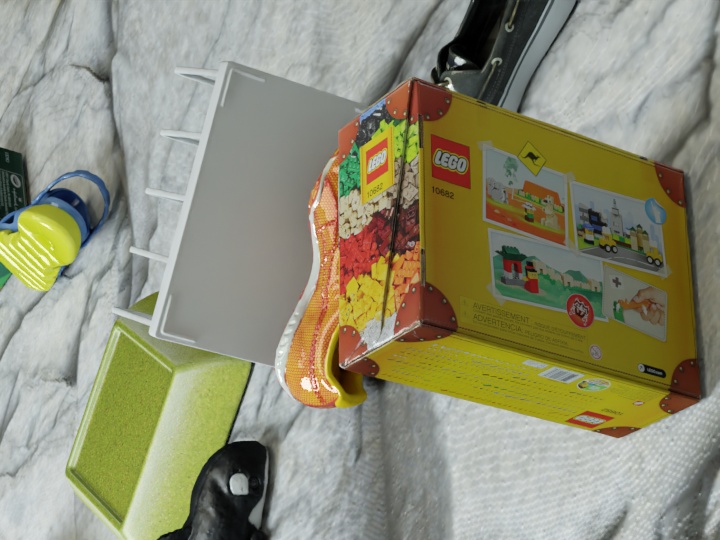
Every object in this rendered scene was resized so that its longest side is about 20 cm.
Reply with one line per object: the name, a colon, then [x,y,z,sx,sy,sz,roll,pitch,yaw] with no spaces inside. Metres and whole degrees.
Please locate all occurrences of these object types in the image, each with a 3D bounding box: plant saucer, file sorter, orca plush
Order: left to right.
plant saucer: [-0.176,0.128,1.739,0.200,0.048,0.200,30,102,59]
orca plush: [-0.136,0.215,1.607,0.200,0.071,0.105,-61,33,23]
file sorter: [-0.087,-0.039,1.581,0.124,0.139,0.200,11,86,62]

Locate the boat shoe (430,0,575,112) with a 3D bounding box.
boat shoe: [0.077,-0.135,1.430,0.200,0.057,0.069,-63,32,19]

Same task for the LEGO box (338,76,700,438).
LEGO box: [0.090,-0.003,1.207,0.077,0.200,0.149,-32,50,48]

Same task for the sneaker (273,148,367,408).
sneaker: [0.000,0.000,1.506,0.077,0.073,0.201,7,86,37]

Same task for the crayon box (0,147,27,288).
crayon box: [-0.402,-0.017,2.176,0.200,0.051,0.126,-49,39,35]

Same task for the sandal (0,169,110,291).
sandal: [-0.284,-0.039,1.986,0.087,0.079,0.200,-52,16,-25]
